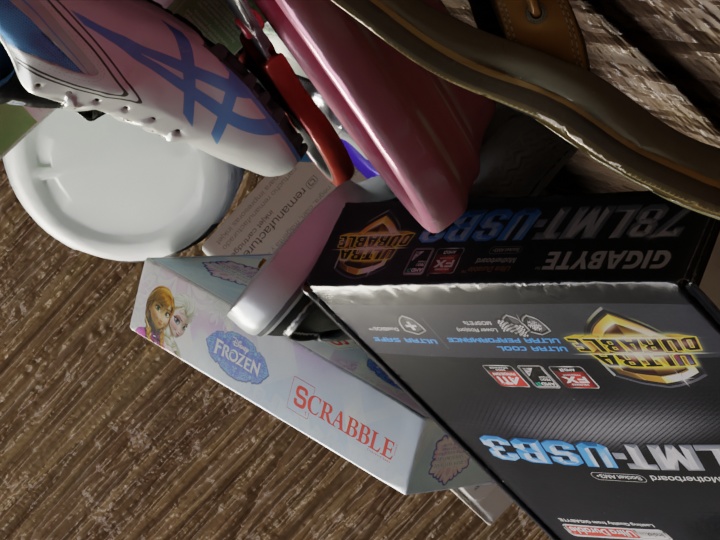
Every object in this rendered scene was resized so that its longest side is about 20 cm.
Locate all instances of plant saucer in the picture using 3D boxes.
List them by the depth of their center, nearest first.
[{"bbox_3d":[-0.012,-0.108,0.997,0.201,0.051,0.201,54,180,0],"label":"plant saucer"}]

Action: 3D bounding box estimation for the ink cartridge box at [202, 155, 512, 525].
[{"bbox_3d":[0.041,0.017,1.574,0.200,0.147,0.145,41,177,37],"label":"ink cartridge box"}]

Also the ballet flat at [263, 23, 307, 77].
[{"bbox_3d":[-0.020,-0.101,1.313,0.074,0.074,0.200,42,-178,20],"label":"ballet flat"}]

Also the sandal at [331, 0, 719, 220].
[{"bbox_3d":[0.049,-0.080,0.855,0.199,0.054,0.080,29,-175,-6],"label":"sandal"}]

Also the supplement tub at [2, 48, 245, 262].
[{"bbox_3d":[-0.104,-0.103,1.372,0.122,0.122,0.200,44,-151,-18],"label":"supplement tub"}]

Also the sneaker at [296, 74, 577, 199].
[{"bbox_3d":[0.027,-0.066,1.138,0.115,0.075,0.200,41,-179,-1],"label":"sneaker"}]

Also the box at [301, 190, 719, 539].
[{"bbox_3d":[0.109,0.046,1.062,0.199,0.050,0.199,-1,142,44],"label":"box"}]

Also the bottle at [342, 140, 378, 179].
[{"bbox_3d":[0.044,-0.047,1.346,0.084,0.065,0.200,44,178,20],"label":"bottle"}]

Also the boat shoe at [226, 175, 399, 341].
[{"bbox_3d":[0.000,0.000,1.164,0.057,0.069,0.200,41,-162,5],"label":"boat shoe"}]

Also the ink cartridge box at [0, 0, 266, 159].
[{"bbox_3d":[-0.115,-0.109,1.213,0.048,0.200,0.146,45,178,-29],"label":"ink cartridge box"}]

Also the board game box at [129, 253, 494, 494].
[{"bbox_3d":[0.024,0.044,1.319,0.199,0.041,0.200,-2,-157,-46],"label":"board game box"}]

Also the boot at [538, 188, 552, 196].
[{"bbox_3d":[0.105,0.011,1.220,0.155,0.073,0.200,37,-178,25],"label":"boot"}]

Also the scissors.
[{"bbox_3d":[-0.037,-0.091,1.089,0.073,0.014,0.200,51,174,19],"label":"scissors"}]

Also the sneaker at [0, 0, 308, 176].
[{"bbox_3d":[-0.110,-0.086,1.098,0.200,0.073,0.072,30,-177,-26],"label":"sneaker"}]
